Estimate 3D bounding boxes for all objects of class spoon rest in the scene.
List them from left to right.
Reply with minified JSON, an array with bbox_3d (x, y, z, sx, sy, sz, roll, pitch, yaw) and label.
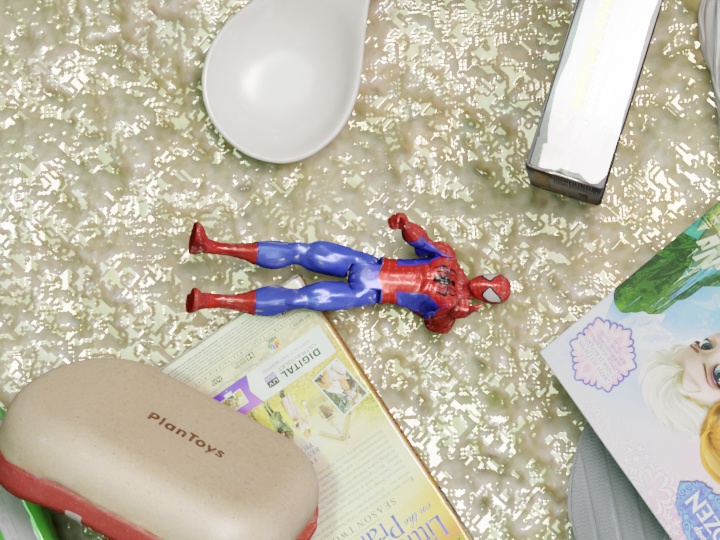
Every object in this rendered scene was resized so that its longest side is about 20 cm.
[{"bbox_3d":[-0.022,-0.159,1.787,0.099,0.061,0.201,34,91,8],"label":"spoon rest"}]

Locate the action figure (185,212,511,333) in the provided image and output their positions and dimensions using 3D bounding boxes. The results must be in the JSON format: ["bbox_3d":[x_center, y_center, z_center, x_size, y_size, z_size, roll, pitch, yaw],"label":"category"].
[{"bbox_3d":[0.000,0.000,1.743,0.199,0.099,0.066,4,75,-12],"label":"action figure"}]

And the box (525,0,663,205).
[{"bbox_3d":[0.142,-0.124,1.693,0.048,0.200,0.159,18,91,5],"label":"box"}]

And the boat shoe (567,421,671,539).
[{"bbox_3d":[0.168,0.178,1.741,0.072,0.062,0.201,-9,68,15],"label":"boat shoe"}]

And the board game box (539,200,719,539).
[{"bbox_3d":[0.238,0.065,1.680,0.199,0.041,0.200,-41,68,14],"label":"board game box"}]

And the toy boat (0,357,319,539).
[{"bbox_3d":[-0.131,0.145,1.739,0.199,0.131,0.131,27,121,10],"label":"toy boat"}]

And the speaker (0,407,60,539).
[{"bbox_3d":[-0.221,0.185,1.783,0.088,0.088,0.201,-24,84,6],"label":"speaker"}]

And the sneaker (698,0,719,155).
[{"bbox_3d":[0.245,-0.086,1.738,0.070,0.080,0.201,-16,86,5],"label":"sneaker"}]

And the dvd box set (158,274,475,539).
[{"bbox_3d":[-0.042,0.125,1.789,0.146,0.029,0.201,-35,82,5],"label":"dvd box set"}]
